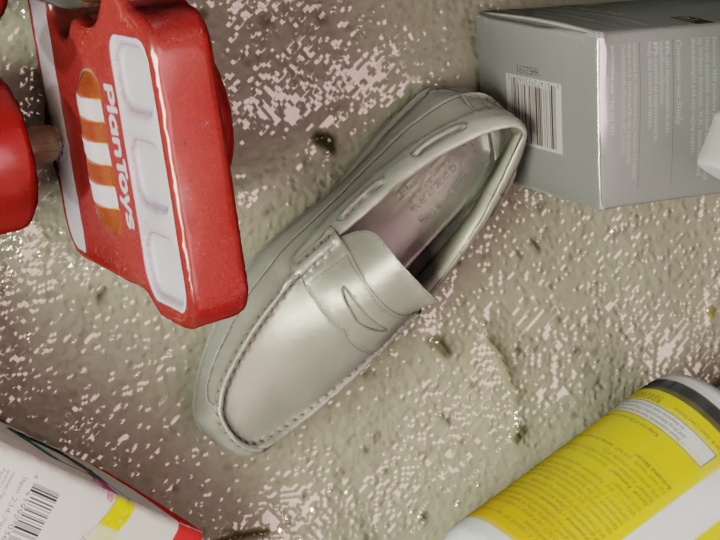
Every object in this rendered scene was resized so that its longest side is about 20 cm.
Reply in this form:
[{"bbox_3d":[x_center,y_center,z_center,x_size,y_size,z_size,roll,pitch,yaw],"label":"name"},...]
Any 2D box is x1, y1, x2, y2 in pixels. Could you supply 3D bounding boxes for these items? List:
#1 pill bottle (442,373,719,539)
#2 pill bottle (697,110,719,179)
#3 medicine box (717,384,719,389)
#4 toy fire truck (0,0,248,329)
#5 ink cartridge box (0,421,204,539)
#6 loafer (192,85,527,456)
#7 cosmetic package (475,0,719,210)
[{"bbox_3d":[0.108,0.145,0.967,0.200,0.112,0.112,-33,114,-19],"label":"pill bottle"},{"bbox_3d":[0.220,-0.120,0.851,0.110,0.111,0.201,23,93,-30],"label":"pill bottle"},{"bbox_3d":[0.284,0.144,1.021,0.103,0.182,0.200,-38,115,-16],"label":"medicine box"},{"bbox_3d":[-0.095,-0.089,0.776,0.112,0.168,0.201,-13,106,-26],"label":"toy fire truck"},{"bbox_3d":[-0.144,0.131,0.830,0.116,0.067,0.200,-60,144,-5],"label":"ink cartridge box"},{"bbox_3d":[0.000,0.000,0.902,0.070,0.070,0.200,41,80,-29],"label":"loafer"},{"bbox_3d":[0.166,-0.086,0.955,0.199,0.107,0.091,-12,106,-28],"label":"cosmetic package"}]
